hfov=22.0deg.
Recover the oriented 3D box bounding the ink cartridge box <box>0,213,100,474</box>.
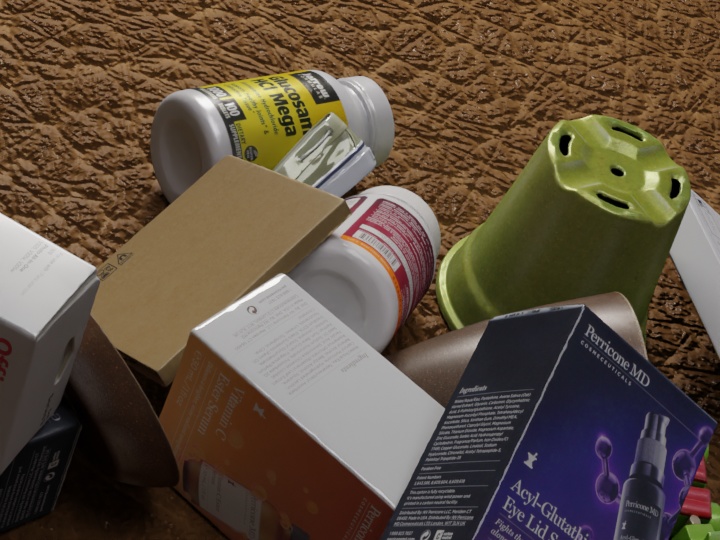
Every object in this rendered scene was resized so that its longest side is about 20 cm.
[{"bbox_3d":[-0.284,0.021,1.194,0.200,0.145,0.088,28,42,4],"label":"ink cartridge box"}]

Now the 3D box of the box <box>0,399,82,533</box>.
[{"bbox_3d":[-0.321,0.116,1.269,0.200,0.107,0.148,-21,58,-38],"label":"box"}]

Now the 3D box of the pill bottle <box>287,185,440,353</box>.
[{"bbox_3d":[0.000,0.000,1.510,0.110,0.110,0.200,29,23,6],"label":"pill bottle"}]

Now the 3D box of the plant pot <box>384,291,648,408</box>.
[{"bbox_3d":[0.106,0.114,1.435,0.200,0.187,0.187,-3,46,-8],"label":"plant pot"}]

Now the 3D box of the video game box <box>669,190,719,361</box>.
[{"bbox_3d":[0.347,0.037,1.645,0.182,0.047,0.200,31,30,-41],"label":"video game box"}]

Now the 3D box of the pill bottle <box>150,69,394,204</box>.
[{"bbox_3d":[-0.073,-0.115,1.622,0.200,0.112,0.112,-14,54,-35],"label":"pill bottle"}]

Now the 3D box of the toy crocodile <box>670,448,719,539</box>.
[{"bbox_3d":[0.260,0.166,1.519,0.067,0.062,0.200,12,42,-14],"label":"toy crocodile"}]

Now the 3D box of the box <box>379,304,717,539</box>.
[{"bbox_3d":[0.127,0.145,1.247,0.148,0.104,0.200,39,64,-24],"label":"box"}]

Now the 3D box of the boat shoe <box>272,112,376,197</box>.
[{"bbox_3d":[-0.078,-0.052,1.537,0.200,0.072,0.062,-40,97,-16],"label":"boat shoe"}]

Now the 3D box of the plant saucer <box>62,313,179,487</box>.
[{"bbox_3d":[-0.200,0.079,1.313,0.037,0.200,0.200,-33,64,-19],"label":"plant saucer"}]

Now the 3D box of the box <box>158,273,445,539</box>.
[{"bbox_3d":[-0.039,0.131,1.349,0.200,0.152,0.106,39,43,18],"label":"box"}]

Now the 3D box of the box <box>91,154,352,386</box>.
[{"bbox_3d":[-0.125,-0.005,1.433,0.200,0.021,0.163,-43,37,-20],"label":"box"}]

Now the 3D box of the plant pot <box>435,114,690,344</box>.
[{"bbox_3d":[0.188,-0.026,1.596,0.200,0.184,0.200,12,42,-12],"label":"plant pot"}]
